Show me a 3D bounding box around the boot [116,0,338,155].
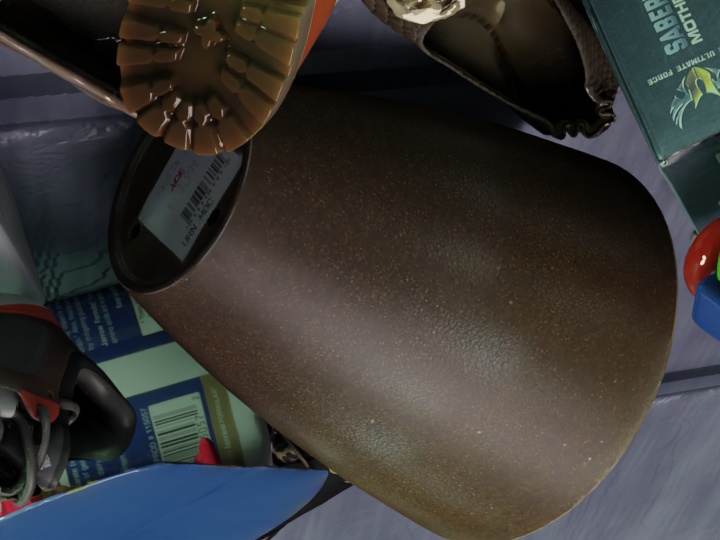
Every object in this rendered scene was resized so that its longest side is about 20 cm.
[{"bbox_3d":[-0.017,-0.144,0.684,0.200,0.075,0.107,-63,177,29],"label":"boot"}]

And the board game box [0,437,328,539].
[{"bbox_3d":[-0.112,0.101,0.878,0.158,0.039,0.200,-31,159,25],"label":"board game box"}]

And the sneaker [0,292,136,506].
[{"bbox_3d":[-0.144,0.047,0.736,0.200,0.082,0.077,-6,124,-65],"label":"sneaker"}]

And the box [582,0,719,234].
[{"bbox_3d":[0.130,-0.079,0.808,0.051,0.158,0.200,-26,154,11],"label":"box"}]

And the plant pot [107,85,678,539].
[{"bbox_3d":[0.000,0.000,0.873,0.200,0.187,0.187,26,131,-37],"label":"plant pot"}]

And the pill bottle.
[{"bbox_3d":[-0.150,0.074,0.956,0.200,0.111,0.111,-16,154,-9],"label":"pill bottle"}]

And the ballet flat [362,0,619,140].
[{"bbox_3d":[0.061,-0.096,0.850,0.067,0.046,0.200,-29,153,17],"label":"ballet flat"}]

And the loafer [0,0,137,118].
[{"bbox_3d":[-0.114,-0.107,0.686,0.072,0.063,0.200,-29,153,20],"label":"loafer"}]

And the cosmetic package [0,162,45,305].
[{"bbox_3d":[-0.193,-0.038,0.756,0.102,0.074,0.200,-19,157,-4],"label":"cosmetic package"}]

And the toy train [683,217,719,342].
[{"bbox_3d":[0.208,-0.044,0.709,0.200,0.085,0.116,-23,134,-30],"label":"toy train"}]

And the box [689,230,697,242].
[{"bbox_3d":[0.239,-0.061,0.997,0.082,0.068,0.200,-34,162,-30],"label":"box"}]

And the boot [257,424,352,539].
[{"bbox_3d":[-0.074,0.112,1.128,0.151,0.073,0.200,-34,155,28],"label":"boot"}]
